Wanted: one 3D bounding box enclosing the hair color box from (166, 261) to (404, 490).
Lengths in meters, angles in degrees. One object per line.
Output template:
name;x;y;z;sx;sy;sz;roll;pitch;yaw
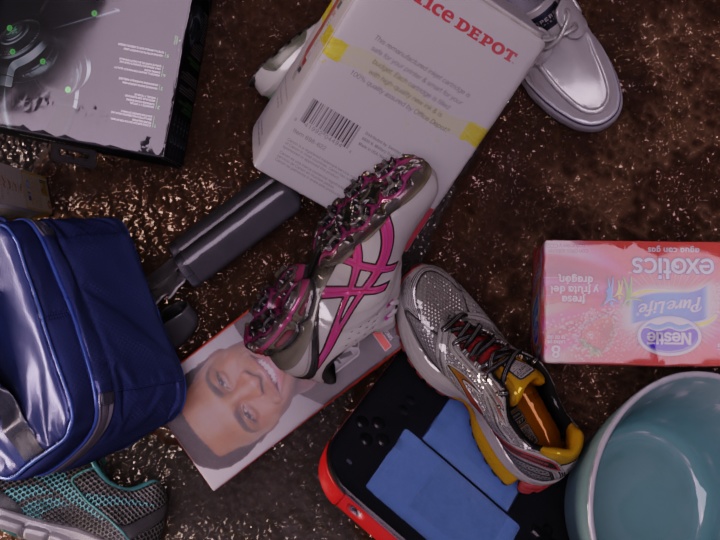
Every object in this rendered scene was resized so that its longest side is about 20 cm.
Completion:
hair color box;-0.066;0.077;1.069;0.199;0.061;0.102;-38;89;2

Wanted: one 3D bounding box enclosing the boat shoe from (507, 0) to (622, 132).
boat shoe;0.143;-0.199;1.062;0.073;0.065;0.201;-39;87;1

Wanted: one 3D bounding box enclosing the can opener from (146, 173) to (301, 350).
can opener;-0.127;0.000;1.088;0.199;0.053;0.067;-37;120;1

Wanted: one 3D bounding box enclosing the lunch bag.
lunch bag;-0.243;0.051;1.011;0.135;0.132;0.202;-34;74;35

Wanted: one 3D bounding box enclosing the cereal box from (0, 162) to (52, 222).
cereal box;-0.335;-0.052;1.014;0.142;0.200;0.040;-10;88;2

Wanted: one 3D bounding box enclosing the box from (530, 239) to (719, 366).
box;0.236;0.028;1.036;0.197;0.103;0.096;1;87;1

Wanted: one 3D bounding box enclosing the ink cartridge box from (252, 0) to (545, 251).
ink cartridge box;0.027;-0.141;1.009;0.144;0.084;0.201;29;111;-17

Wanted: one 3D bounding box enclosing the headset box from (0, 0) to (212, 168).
headset box;-0.217;-0.186;1.064;0.171;0.093;0.203;10;90;2

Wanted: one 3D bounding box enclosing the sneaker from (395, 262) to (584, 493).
sneaker;0.104;0.074;1.017;0.078;0.082;0.201;-37;87;-31

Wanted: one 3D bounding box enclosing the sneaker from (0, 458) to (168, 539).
sneaker;-0.247;0.183;1.080;0.198;0.078;0.092;22;75;-1

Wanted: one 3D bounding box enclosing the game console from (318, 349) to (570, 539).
game console;0.076;0.166;1.021;0.199;0.177;0.031;41;135;2

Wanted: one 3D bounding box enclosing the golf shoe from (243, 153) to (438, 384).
golf shoe;0.000;0.000;0.993;0.092;0.073;0.200;31;113;-23

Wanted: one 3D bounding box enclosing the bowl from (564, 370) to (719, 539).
bowl;0.238;0.183;1.015;0.198;0.105;0.204;3;81;-19

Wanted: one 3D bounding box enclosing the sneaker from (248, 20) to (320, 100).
sneaker;0.008;-0.183;1.074;0.199;0.077;0.089;-36;100;7
